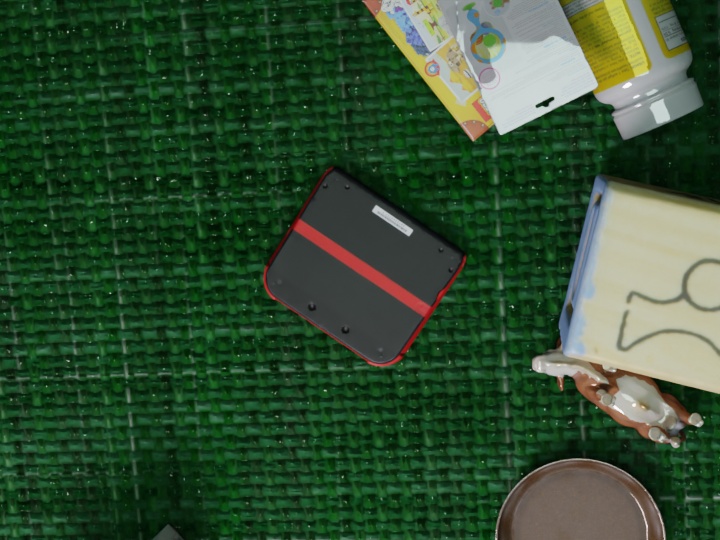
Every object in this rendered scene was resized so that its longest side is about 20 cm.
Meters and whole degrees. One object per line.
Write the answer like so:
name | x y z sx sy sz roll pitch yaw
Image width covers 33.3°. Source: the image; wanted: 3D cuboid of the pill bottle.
pill bottle | 0.292 -0.253 1.317 0.114 0.114 0.201 -23 94 10

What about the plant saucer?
plant saucer | 0.262 0.318 1.439 0.199 0.032 0.201 1 98 7

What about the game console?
game console | 0.000 0.000 1.438 0.200 0.031 0.177 34 96 2

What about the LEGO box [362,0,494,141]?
LEGO box | 0.123 -0.271 1.357 0.149 0.077 0.200 -39 91 10

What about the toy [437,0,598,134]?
toy | 0.161 -0.260 1.290 0.115 0.047 0.201 -25 90 14

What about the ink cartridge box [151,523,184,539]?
ink cartridge box | -0.285 0.421 1.443 0.084 0.200 0.176 44 101 0

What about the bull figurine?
bull figurine | 0.294 0.138 1.372 0.200 0.121 0.065 28 92 -2

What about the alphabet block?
alphabet block | 0.336 0.010 1.305 0.199 0.196 0.196 14 101 6
